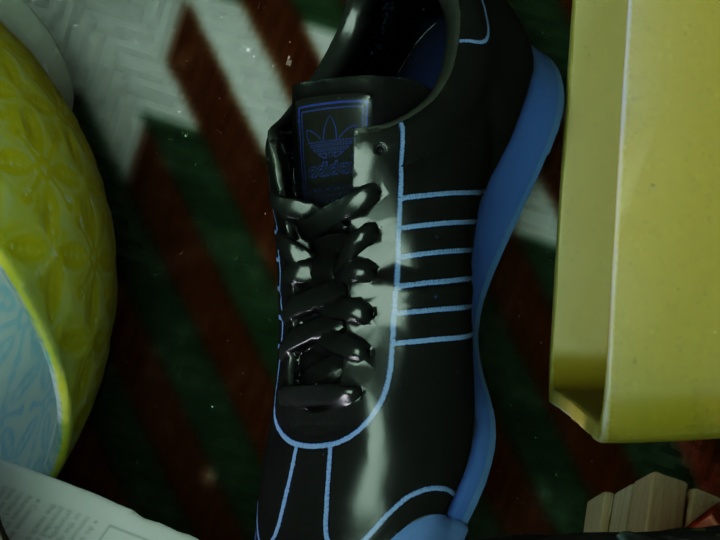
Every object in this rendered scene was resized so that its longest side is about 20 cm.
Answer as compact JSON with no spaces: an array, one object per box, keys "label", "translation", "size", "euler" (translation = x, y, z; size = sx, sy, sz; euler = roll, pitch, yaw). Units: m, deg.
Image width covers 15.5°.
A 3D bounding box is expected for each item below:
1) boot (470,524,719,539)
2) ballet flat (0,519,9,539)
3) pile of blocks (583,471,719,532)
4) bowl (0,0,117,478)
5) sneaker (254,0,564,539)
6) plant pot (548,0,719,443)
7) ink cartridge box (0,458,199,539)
[{"label":"boot","translation":[0.126,0.055,0.589],"size":[0.174,0.200,0.069],"euler":[-39,60,38]},{"label":"ballet flat","translation":[-0.109,0.076,0.654],"size":[0.067,0.046,0.200],"euler":[-20,56,-2]},{"label":"pile of blocks","translation":[0.063,0.132,0.668],"size":[0.082,0.062,0.200],"euler":[42,59,-4]},{"label":"bowl","translation":[-0.145,-0.032,0.781],"size":[0.200,0.200,0.108],"euler":[24,52,12]},{"label":"sneaker","translation":[0.000,0.000,0.733],"size":[0.070,0.078,0.200],"euler":[-7,56,35]},{"label":"plant pot","translation":[0.147,-0.056,0.689],"size":[0.176,0.200,0.200],"euler":[3,90,0]},{"label":"ink cartridge box","translation":[-0.119,0.126,0.695],"size":[0.200,0.047,0.160],"euler":[16,57,33]}]
